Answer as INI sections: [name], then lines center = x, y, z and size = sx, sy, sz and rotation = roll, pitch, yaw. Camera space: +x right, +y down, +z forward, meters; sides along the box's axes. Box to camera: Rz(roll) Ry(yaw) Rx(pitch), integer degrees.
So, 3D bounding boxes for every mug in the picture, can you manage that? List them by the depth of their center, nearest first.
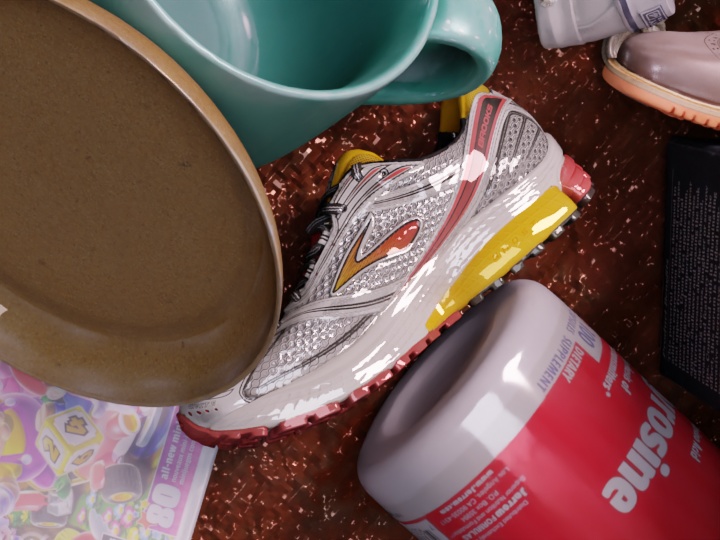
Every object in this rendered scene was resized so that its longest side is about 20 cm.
[mug]
center = -0.052, -0.102, 0.750
size = 0.185, 0.114, 0.152
rotation = 48, 51, -10

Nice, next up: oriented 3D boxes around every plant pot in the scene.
[plant pot]
center = -0.113, -0.032, 0.718
size = 0.200, 0.200, 0.028
rotation = 42, 49, -9

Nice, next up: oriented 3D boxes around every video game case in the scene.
[video game case]
center = -0.152, 0.041, 0.795
size = 0.198, 0.018, 0.144
rotation = 19, 76, -9

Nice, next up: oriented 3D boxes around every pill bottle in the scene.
[pill bottle]
center = 0.104, 0.108, 0.807
size = 0.200, 0.112, 0.112
rotation = 42, 90, -10

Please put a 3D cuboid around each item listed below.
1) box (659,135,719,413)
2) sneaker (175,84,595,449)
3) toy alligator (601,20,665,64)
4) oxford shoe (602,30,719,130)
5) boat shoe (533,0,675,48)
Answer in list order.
[box]
center = 0.214, 0.007, 0.765
size = 0.147, 0.200, 0.108
rotation = 1, 98, -6
[sneaker]
center = 0.000, 0.000, 0.802
size = 0.200, 0.078, 0.082
rotation = -41, 92, -18
[toy alligator]
center = 0.161, -0.169, 0.812
size = 0.059, 0.054, 0.201
rotation = 27, 92, -9
[oxford shoe]
center = 0.196, -0.097, 0.812
size = 0.198, 0.071, 0.074
rotation = -2, 113, -16
[boat shoe]
center = 0.071, -0.190, 0.795
size = 0.065, 0.072, 0.202
rotation = -17, 96, 15
